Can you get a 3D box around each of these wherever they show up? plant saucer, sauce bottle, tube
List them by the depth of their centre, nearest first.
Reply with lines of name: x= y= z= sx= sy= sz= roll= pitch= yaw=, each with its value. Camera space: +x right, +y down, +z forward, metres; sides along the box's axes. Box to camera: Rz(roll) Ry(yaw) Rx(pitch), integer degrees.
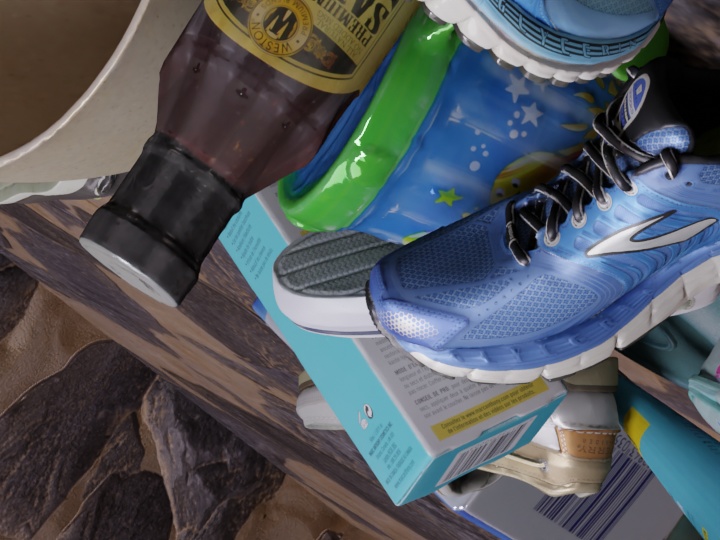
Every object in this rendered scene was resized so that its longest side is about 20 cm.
sauce bottle: x=-0.022 y=-0.080 z=0.873 sx=0.066 sy=0.201 sz=0.066 roll=30 pitch=170 yaw=6
tube: x=0.171 y=0.105 z=1.217 sx=0.077 sy=0.050 sz=0.200 roll=46 pitch=-178 yaw=-40
plant saucer: x=0.141 y=0.013 z=1.332 sx=0.200 sy=0.027 sz=0.200 roll=34 pitch=169 yaw=7

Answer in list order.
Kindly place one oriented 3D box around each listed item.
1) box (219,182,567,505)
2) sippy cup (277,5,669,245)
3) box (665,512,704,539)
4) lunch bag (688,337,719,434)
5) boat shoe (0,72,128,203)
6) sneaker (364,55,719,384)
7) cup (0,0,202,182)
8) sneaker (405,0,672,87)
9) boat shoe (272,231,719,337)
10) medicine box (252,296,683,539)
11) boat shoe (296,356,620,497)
box: x=0.000 y=0.000 z=1.155 sx=0.201 sy=0.082 sz=0.049 roll=56 pitch=145 yaw=18
sippy cup: x=0.055 y=-0.057 z=0.991 sx=0.130 sy=0.140 sz=0.178 roll=24 pitch=-169 yaw=-13
box: x=0.174 y=0.172 z=1.250 sx=0.077 sy=0.095 sz=0.200 roll=24 pitch=-155 yaw=14
lunch bag: x=0.255 y=0.093 z=1.178 sx=0.160 sy=0.077 sz=0.200 roll=41 pitch=174 yaw=-36
boat shoe: x=-0.134 y=-0.064 z=1.186 sx=0.060 sy=0.072 sz=0.201 roll=0 pitch=-173 yaw=-22
sneaker: x=0.091 y=-0.030 z=0.890 sx=0.079 sy=0.199 sz=0.089 roll=-107 pitch=-8 yaw=-48
cup: x=-0.094 y=-0.120 z=1.028 sx=0.200 sy=0.201 sz=0.143 roll=25 pitch=-174 yaw=42
sneaker: x=0.046 y=-0.121 z=0.795 sx=0.199 sy=0.090 sz=0.079 roll=14 pitch=-142 yaw=-49
boat shoe: x=0.064 y=0.010 z=1.097 sx=0.074 sy=0.198 sz=0.067 roll=-102 pitch=4 yaw=-54
medicine box: x=0.070 y=0.063 z=1.433 sx=0.200 sy=0.103 sz=0.182 roll=43 pitch=-174 yaw=39
boat shoe: x=0.041 y=0.078 z=1.279 sx=0.074 sy=0.069 sz=0.199 roll=3 pitch=175 yaw=-43
